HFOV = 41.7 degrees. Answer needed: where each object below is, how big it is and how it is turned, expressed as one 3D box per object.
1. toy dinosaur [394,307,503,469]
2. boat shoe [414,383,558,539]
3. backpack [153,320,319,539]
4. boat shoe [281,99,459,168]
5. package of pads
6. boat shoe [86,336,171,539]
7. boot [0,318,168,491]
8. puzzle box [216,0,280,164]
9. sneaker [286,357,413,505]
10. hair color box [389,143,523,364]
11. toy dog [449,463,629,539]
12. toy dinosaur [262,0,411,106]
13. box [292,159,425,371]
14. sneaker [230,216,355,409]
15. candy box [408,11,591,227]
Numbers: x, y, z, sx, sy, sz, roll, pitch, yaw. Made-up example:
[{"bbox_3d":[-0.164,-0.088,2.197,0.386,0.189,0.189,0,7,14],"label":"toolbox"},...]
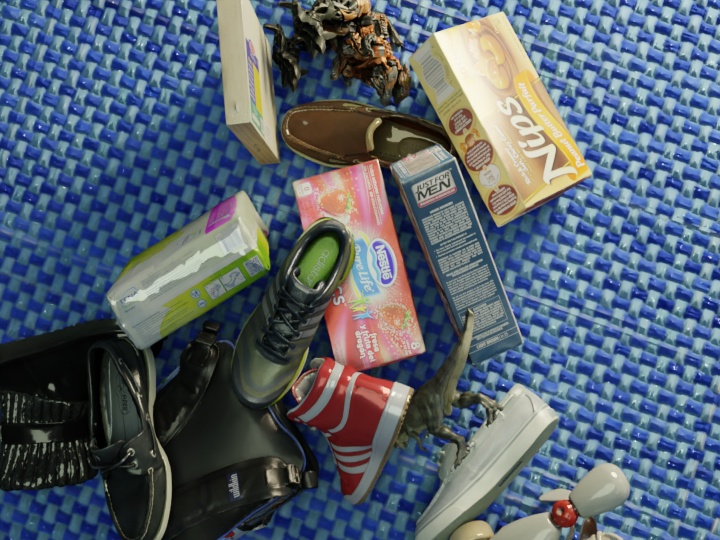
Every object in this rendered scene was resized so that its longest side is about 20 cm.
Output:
[{"bbox_3d":[0.088,0.139,0.950,0.088,0.047,0.201,40,125,12],"label":"toy dinosaur"},{"bbox_3d":[0.120,0.205,0.996,0.201,0.070,0.072,-47,63,3],"label":"boat shoe"},{"bbox_3d":[-0.155,0.189,0.959,0.189,0.154,0.201,-34,69,-3],"label":"backpack"},{"bbox_3d":[0.010,-0.147,1.012,0.198,0.075,0.076,8,87,3],"label":"boat shoe"},{"bbox_3d":[-0.169,-0.006,0.948,0.153,0.200,0.069,-32,103,1],"label":"package of pads"},{"bbox_3d":[-0.224,0.158,0.882,0.073,0.066,0.204,-11,74,22],"label":"boat shoe"},{"bbox_3d":[-0.292,0.143,1.003,0.207,0.079,0.161,-13,79,12],"label":"boot"},{"bbox_3d":[-0.111,-0.192,0.958,0.025,0.200,0.136,-5,85,3],"label":"puzzle box"},{"bbox_3d":[-0.022,0.158,0.942,0.111,0.202,0.072,22,49,3],"label":"sneaker"},{"bbox_3d":[0.096,-0.018,0.957,0.060,0.100,0.203,-22,106,1],"label":"hair color box"},{"bbox_3d":[0.192,0.283,0.965,0.197,0.096,0.134,-20,50,23],"label":"toy dog"},{"bbox_3d":[-0.027,-0.260,1.022,0.135,0.103,0.200,-31,65,-31],"label":"toy dinosaur"},{"bbox_3d":[0.000,0.000,0.991,0.093,0.103,0.204,-14,85,1],"label":"box"},{"bbox_3d":[-0.067,0.035,0.891,0.073,0.081,0.203,24,81,2],"label":"sneaker"},{"bbox_3d":[0.147,-0.161,0.991,0.114,0.055,0.203,-25,85,-35],"label":"candy box"}]
